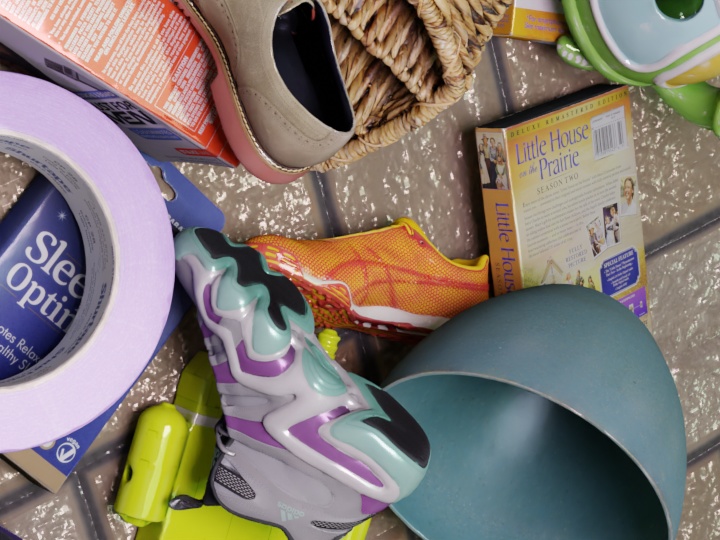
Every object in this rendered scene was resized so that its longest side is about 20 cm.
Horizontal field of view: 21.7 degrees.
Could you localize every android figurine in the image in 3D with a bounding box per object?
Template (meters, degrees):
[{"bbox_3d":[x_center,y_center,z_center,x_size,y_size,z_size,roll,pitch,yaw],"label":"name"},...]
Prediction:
[{"bbox_3d":[-0.065,0.127,1.166,0.182,0.041,0.200,19,89,-34],"label":"android figurine"}]

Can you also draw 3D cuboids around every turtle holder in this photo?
[{"bbox_3d":[0.204,-0.172,1.205,0.141,0.132,0.186,-4,100,-36],"label":"turtle holder"}]

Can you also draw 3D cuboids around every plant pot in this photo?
[{"bbox_3d":[0.117,0.087,1.154,0.200,0.200,0.135,56,47,-28],"label":"plant pot"}]

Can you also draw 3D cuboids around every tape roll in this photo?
[{"bbox_3d":[-0.203,-0.004,1.004,0.200,0.066,0.201,1,88,-22],"label":"tape roll"}]

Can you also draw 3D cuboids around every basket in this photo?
[{"bbox_3d":[-0.024,-0.160,1.087,0.200,0.143,0.149,41,73,-32],"label":"basket"}]

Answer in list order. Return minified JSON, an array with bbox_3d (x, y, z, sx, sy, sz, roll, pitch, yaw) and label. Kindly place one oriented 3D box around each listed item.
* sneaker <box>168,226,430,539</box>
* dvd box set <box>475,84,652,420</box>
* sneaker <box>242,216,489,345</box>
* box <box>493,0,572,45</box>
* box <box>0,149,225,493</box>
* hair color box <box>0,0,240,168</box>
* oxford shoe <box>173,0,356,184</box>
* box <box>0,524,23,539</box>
[{"bbox_3d":[-0.071,0.084,1.088,0.140,0.078,0.200,-44,83,19],"label":"sneaker"},{"bbox_3d":[0.142,-0.016,1.277,0.146,0.029,0.200,-24,111,-45],"label":"dvd box set"},{"bbox_3d":[0.000,0.000,1.186,0.200,0.073,0.077,14,74,-43],"label":"sneaker"},{"bbox_3d":[0.145,-0.250,1.255,0.119,0.041,0.200,2,99,-35],"label":"box"},{"bbox_3d":[-0.164,0.013,1.086,0.121,0.032,0.200,44,71,-31],"label":"box"},{"bbox_3d":[-0.153,-0.131,1.010,0.200,0.111,0.064,34,79,-27],"label":"hair color box"},{"bbox_3d":[-0.052,-0.148,0.966,0.070,0.075,0.200,-26,93,-40],"label":"oxford shoe"},{"bbox_3d":[-0.168,0.202,1.010,0.079,0.141,0.200,-58,144,-14],"label":"box"}]
